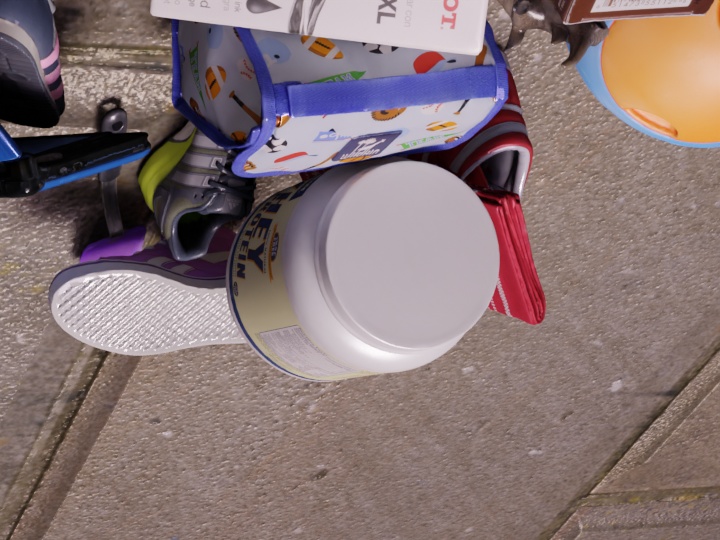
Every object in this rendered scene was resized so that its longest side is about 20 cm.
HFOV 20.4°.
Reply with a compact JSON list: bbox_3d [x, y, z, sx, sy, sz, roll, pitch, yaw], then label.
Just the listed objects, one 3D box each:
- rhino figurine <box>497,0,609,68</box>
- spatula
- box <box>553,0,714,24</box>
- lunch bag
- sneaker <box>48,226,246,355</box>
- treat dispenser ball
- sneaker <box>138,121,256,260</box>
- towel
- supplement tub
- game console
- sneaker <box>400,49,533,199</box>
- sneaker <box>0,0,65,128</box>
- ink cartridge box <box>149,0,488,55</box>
[{"bbox_3d":[0.112,-0.205,1.262,0.087,0.201,0.060,-1,148,-11],"label":"rhino figurine"},{"bbox_3d":[-0.186,-0.056,1.494,0.056,0.021,0.200,-22,148,-21],"label":"spatula"},{"bbox_3d":[0.142,-0.245,1.208,0.100,0.201,0.075,-6,146,-19],"label":"box"},{"bbox_3d":[-0.018,-0.130,1.282,0.169,0.200,0.124,-8,110,-21],"label":"lunch bag"},{"bbox_3d":[-0.156,0.006,1.515,0.200,0.114,0.073,4,121,-34],"label":"sneaker"},{"bbox_3d":[0.235,-0.184,1.353,0.200,0.202,0.201,-13,148,-9],"label":"treat dispenser ball"},{"bbox_3d":[-0.092,-0.084,1.446,0.074,0.081,0.200,3,142,-32],"label":"sneaker"},{"bbox_3d":[0.043,-0.035,1.479,0.023,0.199,0.145,-53,145,-25],"label":"towel"},{"bbox_3d":[0.000,0.000,1.374,0.144,0.146,0.200,-5,176,-21],"label":"supplement tub"},{"bbox_3d":[-0.265,-0.108,1.288,0.199,0.119,0.170,1,-163,41],"label":"game console"},{"bbox_3d":[0.049,-0.069,1.512,0.071,0.113,0.200,15,135,-42],"label":"sneaker"},{"bbox_3d":[-0.219,-0.151,1.295,0.070,0.082,0.200,13,166,-5],"label":"sneaker"},{"bbox_3d":[-0.016,-0.217,1.172,0.199,0.084,0.147,6,116,1],"label":"ink cartridge box"}]
